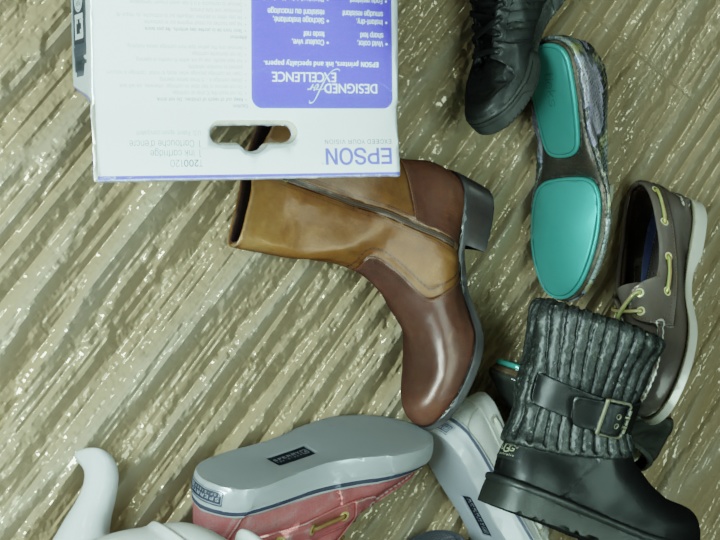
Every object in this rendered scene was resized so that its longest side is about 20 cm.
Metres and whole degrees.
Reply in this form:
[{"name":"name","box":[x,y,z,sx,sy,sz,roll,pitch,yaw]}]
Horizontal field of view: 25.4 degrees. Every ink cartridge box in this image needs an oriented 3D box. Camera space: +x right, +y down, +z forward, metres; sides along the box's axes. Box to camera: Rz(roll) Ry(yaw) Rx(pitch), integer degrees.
[{"name":"ink cartridge box","box":[-0.072,-0.153,0.943,0.196,0.043,0.203,-2,92,-24]}]

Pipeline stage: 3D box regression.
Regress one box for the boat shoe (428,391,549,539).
[{"name":"boat shoe","box":[0.116,0.181,1.200,0.070,0.071,0.201,-37,108,-26]}]

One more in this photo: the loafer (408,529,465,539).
[{"name":"loafer","box":[0.009,0.259,1.121,0.199,0.071,0.064,-32,116,-35]}]

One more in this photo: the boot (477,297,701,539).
[{"name":"boot","box":[0.189,0.120,1.158,0.210,0.079,0.160,24,80,-33]}]

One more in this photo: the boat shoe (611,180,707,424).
[{"name":"boat shoe","box":[0.226,0.022,1.254,0.059,0.072,0.202,25,61,-21]}]

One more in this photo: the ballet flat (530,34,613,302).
[{"name":"ballet flat","box":[0.168,-0.079,1.222,0.071,0.072,0.203,-10,101,-37]}]

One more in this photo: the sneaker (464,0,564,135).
[{"name":"sneaker","box":[0.098,-0.208,1.164,0.104,0.060,0.201,39,65,-34]}]

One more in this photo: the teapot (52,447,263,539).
[{"name":"teapot","box":[-0.100,0.222,0.950,0.146,0.197,0.200,-50,116,-16]}]

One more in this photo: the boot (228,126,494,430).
[{"name":"boot","box":[0.000,0.000,1.094,0.199,0.068,0.191,17,83,-37]}]

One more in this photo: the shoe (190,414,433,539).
[{"name":"shoe","box":[-0.034,0.162,1.084,0.199,0.071,0.092,-10,115,-42]}]

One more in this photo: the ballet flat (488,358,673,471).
[{"name":"ballet flat","box":[0.171,0.121,1.239,0.199,0.068,0.069,17,92,-37]}]
